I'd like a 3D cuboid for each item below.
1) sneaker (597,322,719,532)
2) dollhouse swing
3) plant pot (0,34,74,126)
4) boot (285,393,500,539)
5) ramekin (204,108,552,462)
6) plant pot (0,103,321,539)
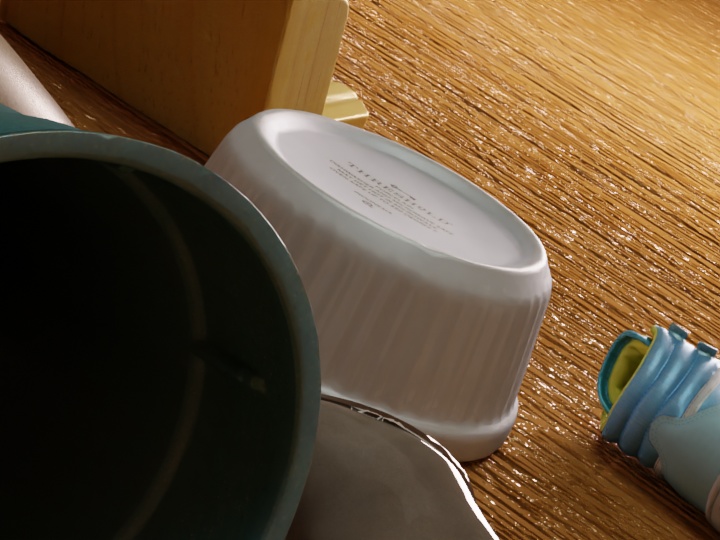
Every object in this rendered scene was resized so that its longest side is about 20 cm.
[{"bbox_3d":[0.201,0.072,1.214,0.130,0.080,0.200,36,19,25],"label":"sneaker"},{"bbox_3d":[-0.081,-0.171,1.383,0.200,0.182,0.176,33,39,22],"label":"dollhouse swing"},{"bbox_3d":[-0.196,-0.048,0.860,0.200,0.187,0.186,32,13,-26],"label":"plant pot"},{"bbox_3d":[0.010,0.118,0.824,0.199,0.070,0.146,27,19,3],"label":"boot"},{"bbox_3d":[0.000,0.000,1.105,0.202,0.094,0.202,24,18,-8],"label":"ramekin"},{"bbox_3d":[-0.148,0.022,0.698,0.200,0.201,0.196,12,14,-39],"label":"plant pot"}]
